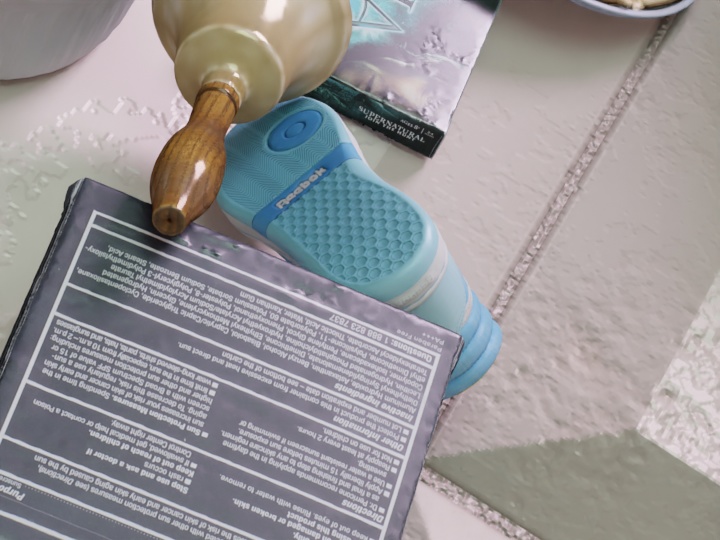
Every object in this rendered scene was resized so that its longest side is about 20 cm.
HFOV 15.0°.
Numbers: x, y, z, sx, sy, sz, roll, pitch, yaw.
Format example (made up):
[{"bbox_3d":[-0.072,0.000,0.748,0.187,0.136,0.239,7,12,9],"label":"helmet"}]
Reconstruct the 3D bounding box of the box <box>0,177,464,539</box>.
[{"bbox_3d":[-0.082,0.098,1.257,0.199,0.123,0.199,23,52,-5],"label":"box"}]

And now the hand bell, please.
[{"bbox_3d":[-0.069,-0.077,1.310,0.104,0.104,0.200,23,34,-6],"label":"hand bell"}]

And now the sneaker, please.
[{"bbox_3d":[0.000,0.000,1.390,0.079,0.131,0.200,-35,38,-3],"label":"sneaker"}]

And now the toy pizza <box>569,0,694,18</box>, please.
[{"bbox_3d":[0.125,-0.230,1.577,0.200,0.032,0.201,22,45,-23],"label":"toy pizza"}]

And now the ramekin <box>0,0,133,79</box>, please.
[{"bbox_3d":[-0.191,-0.196,1.417,0.200,0.098,0.201,10,56,-15],"label":"ramekin"}]

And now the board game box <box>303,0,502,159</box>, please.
[{"bbox_3d":[0.015,-0.168,1.524,0.135,0.028,0.200,26,53,-4],"label":"board game box"}]
